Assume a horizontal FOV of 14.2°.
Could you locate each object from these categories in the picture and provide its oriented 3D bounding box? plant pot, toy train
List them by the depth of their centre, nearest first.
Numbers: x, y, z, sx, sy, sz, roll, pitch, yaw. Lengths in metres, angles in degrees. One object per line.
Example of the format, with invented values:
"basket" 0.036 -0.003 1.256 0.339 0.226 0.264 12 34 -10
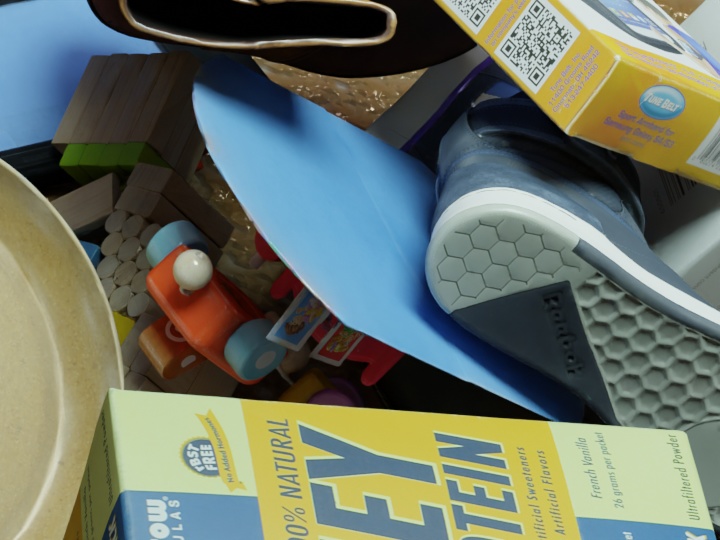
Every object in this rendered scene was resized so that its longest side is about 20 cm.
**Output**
"plant pot" -0.181 0.042 1.066 0.199 0.027 0.201 7 76 -30
"toy train" -0.017 0.078 1.100 0.056 0.150 0.200 -42 64 3

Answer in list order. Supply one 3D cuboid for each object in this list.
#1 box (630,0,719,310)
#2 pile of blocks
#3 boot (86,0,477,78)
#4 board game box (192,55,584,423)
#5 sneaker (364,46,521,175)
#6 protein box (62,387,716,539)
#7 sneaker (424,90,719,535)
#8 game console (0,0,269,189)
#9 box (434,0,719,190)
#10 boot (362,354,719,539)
"box" 0.212 -0.035 1.231 0.199 0.152 0.107 18 42 -38
"pile of blocks" -0.090 -0.001 1.200 0.062 0.082 0.201 44 35 -42
"boot" -0.013 -0.113 1.154 0.187 0.069 0.200 10 4 -13
"board game box" 0.000 0.000 1.114 0.200 0.039 0.158 26 26 -42
"sneaker" 0.070 -0.021 1.270 0.146 0.081 0.200 38 40 6
"protein box" -0.001 0.159 0.952 0.199 0.199 0.135 5 44 -17
"sneaker" 0.109 0.011 1.133 0.202 0.077 0.146 40 19 -17
"game console" -0.143 -0.138 1.266 0.199 0.117 0.176 -16 53 -34
"box" 0.068 -0.114 1.150 0.119 0.042 0.200 15 29 -50
"boot" 0.074 0.077 1.127 0.200 0.075 0.097 40 4 13
